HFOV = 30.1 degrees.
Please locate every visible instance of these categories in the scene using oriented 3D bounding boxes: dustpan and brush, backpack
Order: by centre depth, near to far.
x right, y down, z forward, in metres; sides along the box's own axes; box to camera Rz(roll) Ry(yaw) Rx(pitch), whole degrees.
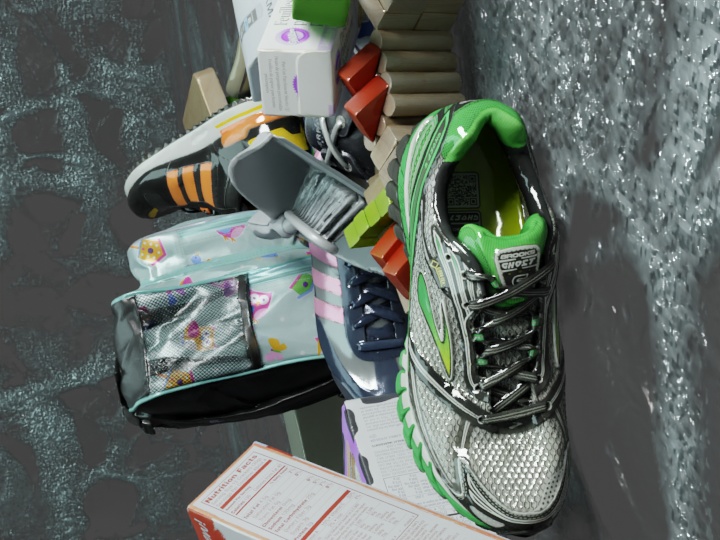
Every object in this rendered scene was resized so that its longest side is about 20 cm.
[{"bbox_3d":[-0.034,-0.034,0.829,0.057,0.139,0.200,-57,19,0],"label":"dustpan and brush"},{"bbox_3d":[-0.078,0.037,1.005,0.176,0.199,0.154,95,170,-77],"label":"backpack"}]

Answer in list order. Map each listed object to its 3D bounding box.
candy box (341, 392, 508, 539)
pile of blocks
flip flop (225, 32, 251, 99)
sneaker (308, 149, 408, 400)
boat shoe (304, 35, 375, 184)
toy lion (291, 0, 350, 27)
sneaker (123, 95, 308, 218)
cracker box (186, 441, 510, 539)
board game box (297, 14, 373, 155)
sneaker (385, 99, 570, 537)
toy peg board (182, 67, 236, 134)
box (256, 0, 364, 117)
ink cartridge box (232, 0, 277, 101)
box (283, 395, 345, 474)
[{"bbox_3d":[0.045,0.202,0.831,0.200,0.071,0.168,-112,16,-51],"label":"candy box"},{"bbox_3d":[0.013,-0.069,0.688,0.082,0.062,0.201,-5,91,56],"label":"pile of blocks"},{"bbox_3d":[-0.086,-0.234,1.040,0.081,0.057,0.201,-50,-27,-83],"label":"flip flop"},{"bbox_3d":[0.000,0.000,0.890,0.082,0.070,0.200,104,153,-69],"label":"sneaker"},{"bbox_3d":[0.001,-0.086,0.806,0.200,0.068,0.072,-116,19,-53],"label":"boat shoe"},{"bbox_3d":[-0.007,-0.214,0.663,0.192,0.068,0.201,123,155,-80],"label":"toy lion"},{"bbox_3d":[-0.115,-0.065,1.064,0.200,0.070,0.090,-28,81,41],"label":"sneaker"},{"bbox_3d":[0.019,0.174,0.642,0.200,0.058,0.134,15,133,39],"label":"cracker box"},{"bbox_3d":[-0.027,-0.177,0.970,0.200,0.034,0.136,98,160,-59],"label":"board game box"},{"bbox_3d":[0.054,0.020,0.600,0.085,0.078,0.201,139,121,-76],"label":"sneaker"},{"bbox_3d":[-0.076,-0.078,1.206,0.200,0.098,0.200,151,98,-79],"label":"toy peg board"},{"bbox_3d":[-0.018,-0.153,0.742,0.200,0.039,0.042,-77,-13,-52],"label":"box"},{"bbox_3d":[-0.070,-0.217,0.872,0.200,0.047,0.160,90,170,-79],"label":"ink cartridge box"},{"bbox_3d":[-0.029,0.128,1.168,0.082,0.068,0.200,107,152,-67],"label":"box"}]
